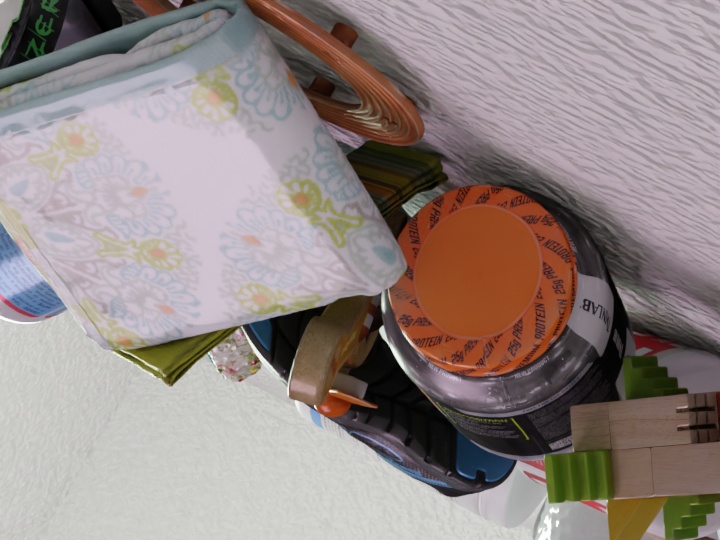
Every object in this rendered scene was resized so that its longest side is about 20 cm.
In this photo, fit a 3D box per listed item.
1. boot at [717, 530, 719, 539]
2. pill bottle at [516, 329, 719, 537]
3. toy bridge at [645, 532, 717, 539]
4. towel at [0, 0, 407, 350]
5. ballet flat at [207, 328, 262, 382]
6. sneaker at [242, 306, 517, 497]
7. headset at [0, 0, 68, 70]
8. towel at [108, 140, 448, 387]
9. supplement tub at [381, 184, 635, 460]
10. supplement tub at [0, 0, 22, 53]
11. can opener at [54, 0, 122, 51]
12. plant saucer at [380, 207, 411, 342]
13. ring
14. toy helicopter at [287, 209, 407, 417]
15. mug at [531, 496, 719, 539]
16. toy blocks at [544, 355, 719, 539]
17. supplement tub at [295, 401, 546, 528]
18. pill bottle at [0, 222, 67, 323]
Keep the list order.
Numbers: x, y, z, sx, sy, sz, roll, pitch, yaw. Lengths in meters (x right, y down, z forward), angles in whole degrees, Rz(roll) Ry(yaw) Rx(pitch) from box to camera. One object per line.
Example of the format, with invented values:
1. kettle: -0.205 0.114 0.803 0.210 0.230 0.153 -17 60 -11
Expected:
1. boot: 0.236 0.134 1.449 0.075 0.097 0.200 34 172 -35
2. pill bottle: 0.153 0.090 1.421 0.112 0.113 0.200 34 173 -28
3. toy bridge: 0.198 0.140 1.540 0.200 0.067 0.027 47 -146 21
4. towel: -0.097 -0.043 1.156 0.199 0.048 0.172 -13 129 31
5. ballet flat: -0.080 -0.011 1.465 0.064 0.076 0.201 5 125 30
6. sneaker: 0.001 0.079 1.430 0.200 0.073 0.082 38 157 -1
7. headset: -0.232 -0.158 1.226 0.094 0.124 0.200 18 -168 -43
8. towel: -0.047 -0.007 1.266 0.086 0.200 0.018 19 142 60
9. supplement tub: 0.081 0.028 1.246 0.122 0.123 0.200 28 173 18
10. supplement tub: -0.182 -0.073 1.523 0.199 0.146 0.145 33 172 -26
11. can opener: -0.143 -0.138 1.365 0.066 0.054 0.200 -3 167 5
12. plant saucer: 0.000 0.000 1.459 0.201 0.039 0.201 44 163 17
13. ring: -0.052 -0.123 1.163 0.200 0.019 0.200 30 172 5
14. toy helicopter: -0.011 0.035 1.294 0.078 0.133 0.200 20 -160 6
15. mug: 0.191 0.184 1.658 0.147 0.176 0.200 33 172 -24
16. toy blocks: 0.210 0.089 1.203 0.136 0.101 0.199 -9 173 42
17. supplement tub: 0.061 0.099 1.787 0.199 0.133 0.132 26 172 21
18. pill bottle: -0.181 -0.034 1.383 0.199 0.109 0.109 -23 141 28
